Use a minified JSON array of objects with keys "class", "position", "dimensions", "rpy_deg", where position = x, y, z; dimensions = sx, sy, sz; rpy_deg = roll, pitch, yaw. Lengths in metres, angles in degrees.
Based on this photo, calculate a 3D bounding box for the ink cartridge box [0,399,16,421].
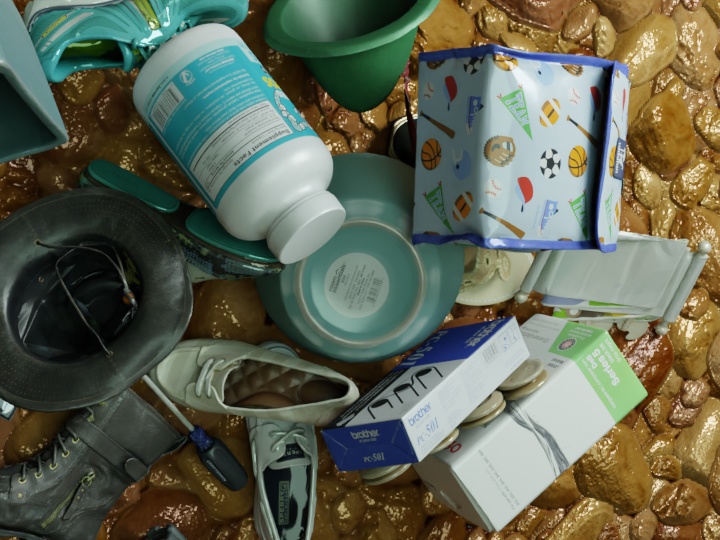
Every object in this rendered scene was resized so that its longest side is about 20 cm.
[{"class":"ink cartridge box","position":[-0.365,0.040,1.166],"dimensions":[0.199,0.039,0.100],"rpy_deg":[30,85,-20]}]

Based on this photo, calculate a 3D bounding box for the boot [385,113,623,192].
[{"class":"boot","position":[0.137,-0.108,1.283],"dimensions":[0.199,0.138,0.078],"rpy_deg":[8,92,-20]}]

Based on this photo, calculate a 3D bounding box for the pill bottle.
[{"class":"pill bottle","position":[-0.097,-0.103,1.154],"dimensions":[0.110,0.111,0.200],"rpy_deg":[-33,74,-14]}]

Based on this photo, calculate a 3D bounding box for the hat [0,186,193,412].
[{"class":"hat","position":[-0.239,0.032,1.147],"dimensions":[0.199,0.081,0.202],"rpy_deg":[2,71,-6]}]

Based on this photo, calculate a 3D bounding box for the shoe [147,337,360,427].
[{"class":"shoe","position":[-0.096,0.098,1.227],"dimensions":[0.198,0.053,0.070],"rpy_deg":[9,76,5]}]

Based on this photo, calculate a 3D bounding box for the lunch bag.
[{"class":"lunch bag","position":[0.154,-0.100,1.166],"dimensions":[0.199,0.123,0.171],"rpy_deg":[2,94,-37]}]

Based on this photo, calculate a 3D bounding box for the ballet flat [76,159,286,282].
[{"class":"ballet flat","position":[-0.159,-0.029,1.194],"dimensions":[0.199,0.074,0.075],"rpy_deg":[27,85,9]}]

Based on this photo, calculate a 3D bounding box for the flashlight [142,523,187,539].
[{"class":"flashlight","position":[-0.136,0.325,1.263],"dimensions":[0.068,0.068,0.200],"rpy_deg":[-44,106,-14]}]

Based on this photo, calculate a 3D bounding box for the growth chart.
[{"class":"growth chart","position":[0.252,0.008,1.364],"dimensions":[0.199,0.018,0.145],"rpy_deg":[11,129,-23]}]

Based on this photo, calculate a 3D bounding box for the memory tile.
[{"class":"memory tile","position":[0.068,0.130,1.269],"dimensions":[0.199,0.153,0.017],"rpy_deg":[-29,105,-13]}]

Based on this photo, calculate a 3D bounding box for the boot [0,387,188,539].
[{"class":"boot","position":[-0.265,0.157,1.195],"dimensions":[0.200,0.069,0.175],"rpy_deg":[41,80,-38]}]

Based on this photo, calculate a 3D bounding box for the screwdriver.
[{"class":"screwdriver","position":[-0.159,0.133,1.227],"dimensions":[0.028,0.029,0.200],"rpy_deg":[-51,131,-22]}]

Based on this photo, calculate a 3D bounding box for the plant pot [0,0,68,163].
[{"class":"plant pot","position":[-0.361,-0.190,1.051],"dimensions":[0.194,0.196,0.201],"rpy_deg":[-16,79,-1]}]

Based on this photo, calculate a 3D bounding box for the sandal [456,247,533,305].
[{"class":"sandal","position":[0.088,-0.010,1.311],"dimensions":[0.210,0.070,0.078],"rpy_deg":[14,90,-21]}]

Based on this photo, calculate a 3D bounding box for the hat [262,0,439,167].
[{"class":"hat","position":[0.010,-0.164,1.247],"dimensions":[0.164,0.201,0.177],"rpy_deg":[-2,130,20]}]

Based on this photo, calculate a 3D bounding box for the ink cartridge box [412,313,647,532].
[{"class":"ink cartridge box","position":[0.150,0.141,1.308],"dimensions":[0.200,0.145,0.084],"rpy_deg":[-39,107,-13]}]

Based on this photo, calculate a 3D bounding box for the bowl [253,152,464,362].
[{"class":"bowl","position":[0.000,0.000,1.229],"dimensions":[0.199,0.105,0.202],"rpy_deg":[0,102,-2]}]

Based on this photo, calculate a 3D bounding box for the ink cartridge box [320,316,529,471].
[{"class":"ink cartridge box","position":[0.061,0.107,1.211],"dimensions":[0.200,0.094,0.044],"rpy_deg":[-36,107,-48]}]

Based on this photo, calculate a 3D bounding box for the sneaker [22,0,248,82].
[{"class":"sneaker","position":[-0.189,-0.204,1.176],"dimensions":[0.199,0.078,0.080],"rpy_deg":[-15,58,-11]}]

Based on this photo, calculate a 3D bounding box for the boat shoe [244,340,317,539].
[{"class":"boat shoe","position":[-0.067,0.167,1.272],"dimensions":[0.073,0.065,0.202],"rpy_deg":[-10,98,-19]}]
